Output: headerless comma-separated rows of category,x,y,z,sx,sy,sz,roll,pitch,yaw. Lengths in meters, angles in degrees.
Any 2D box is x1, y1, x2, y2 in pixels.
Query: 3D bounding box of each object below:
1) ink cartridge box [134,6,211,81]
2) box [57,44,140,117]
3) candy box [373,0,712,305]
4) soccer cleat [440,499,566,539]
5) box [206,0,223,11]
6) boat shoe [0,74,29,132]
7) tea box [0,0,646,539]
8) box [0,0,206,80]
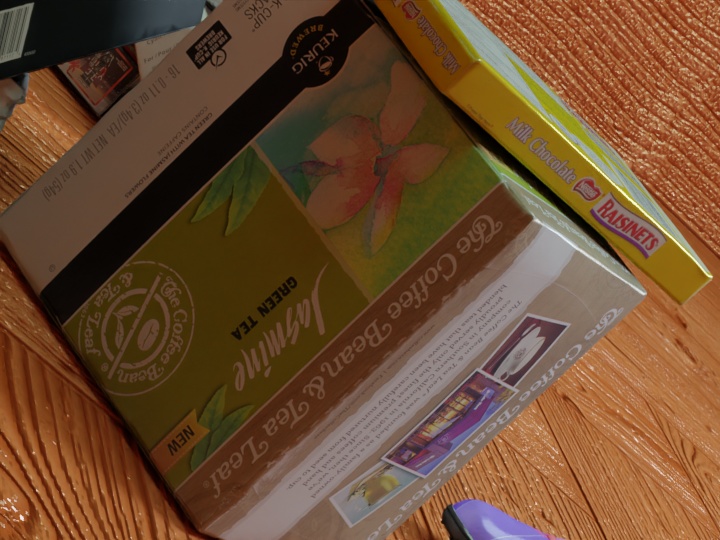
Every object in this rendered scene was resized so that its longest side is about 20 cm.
ink cartridge box,-0.070,-0.101,1.727,0.200,0.045,0.177,47,23,-48
box,-0.175,-0.164,1.744,0.200,0.040,0.137,50,10,17
candy box,0.077,-0.064,1.296,0.200,0.026,0.102,39,11,-43
soccer cleat,0.125,0.174,1.563,0.200,0.073,0.068,42,11,-23
box,-0.040,-0.136,1.725,0.200,0.048,0.158,44,-1,28
boat shoe,-0.183,-0.102,1.403,0.074,0.065,0.200,41,12,-23
tea box,-0.019,-0.005,1.317,0.197,0.200,0.134,51,11,30
box,-0.172,-0.158,1.354,0.141,0.079,0.200,24,23,21
